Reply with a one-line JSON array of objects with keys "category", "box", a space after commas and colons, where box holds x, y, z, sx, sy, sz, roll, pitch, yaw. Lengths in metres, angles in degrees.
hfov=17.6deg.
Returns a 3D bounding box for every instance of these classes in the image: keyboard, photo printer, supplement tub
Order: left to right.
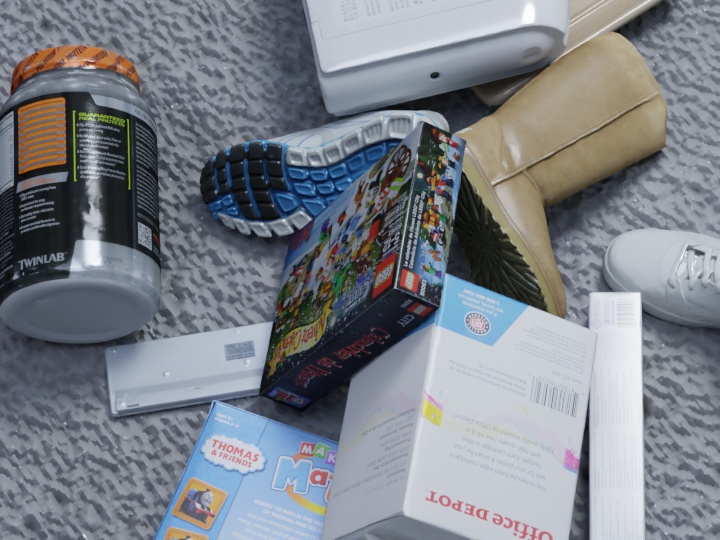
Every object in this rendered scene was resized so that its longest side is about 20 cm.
[{"category": "supplement tub", "box": [-0.210, -0.057, 1.715, 0.122, 0.123, 0.200, -5, 65, 3]}, {"category": "keyboard", "box": [-0.088, 0.067, 1.710, 0.200, 0.011, 0.056, -9, 59, 1]}, {"category": "photo printer", "box": [0.055, -0.211, 1.755, 0.200, 0.069, 0.166, -14, 57, 1]}]

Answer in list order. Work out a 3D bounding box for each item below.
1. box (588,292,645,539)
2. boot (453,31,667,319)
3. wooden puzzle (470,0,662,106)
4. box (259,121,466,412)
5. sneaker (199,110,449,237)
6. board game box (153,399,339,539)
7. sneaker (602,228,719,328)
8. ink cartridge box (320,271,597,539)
[{"category": "box", "box": [0.181, 0.112, 1.647, 0.041, 0.039, 0.200, -1, 65, 6]}, {"category": "boot", "box": [0.157, -0.063, 1.698, 0.200, 0.066, 0.175, -30, 96, -33]}, {"category": "wooden puzzle", "box": [0.124, -0.236, 1.820, 0.185, 0.037, 0.200, -33, 62, -9]}, {"category": "box", "box": [0.000, 0.000, 1.626, 0.038, 0.200, 0.137, 24, 56, -20]}, {"category": "sneaker", "box": [-0.022, -0.079, 1.746, 0.200, 0.087, 0.075, -10, 104, 19]}, {"category": "board game box", "box": [-0.071, 0.206, 1.627, 0.151, 0.037, 0.200, 18, 69, 13]}, {"category": "sneaker", "box": [0.268, -0.002, 1.651, 0.200, 0.116, 0.074, 18, 70, 15]}, {"category": "ink cartridge box", "box": [0.064, 0.128, 1.578, 0.128, 0.125, 0.200, 22, 64, -22]}]
